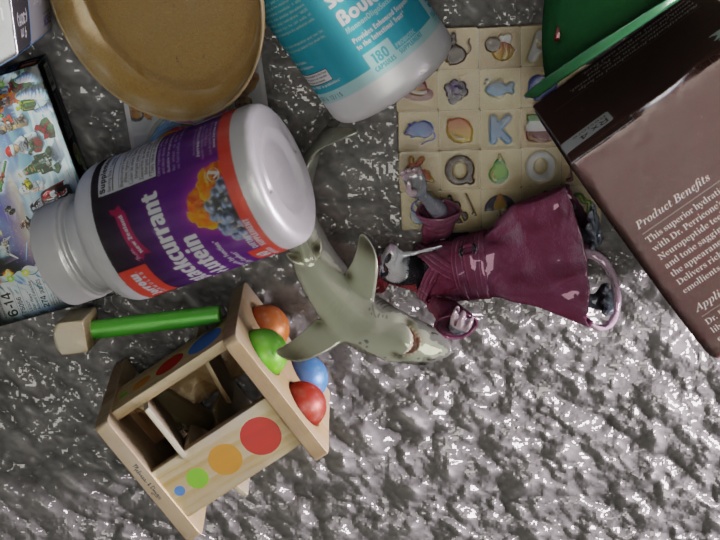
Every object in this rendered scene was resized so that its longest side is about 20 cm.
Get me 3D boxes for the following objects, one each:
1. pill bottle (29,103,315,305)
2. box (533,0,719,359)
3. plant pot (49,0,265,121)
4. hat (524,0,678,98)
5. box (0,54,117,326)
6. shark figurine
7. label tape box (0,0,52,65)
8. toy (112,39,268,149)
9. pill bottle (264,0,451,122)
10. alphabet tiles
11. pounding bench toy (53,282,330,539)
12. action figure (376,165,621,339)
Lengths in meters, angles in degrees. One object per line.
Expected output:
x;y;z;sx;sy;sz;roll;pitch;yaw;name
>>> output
-0.144;-0.042;1.158;0.200;0.111;0.112;-19;110;19;pill bottle
0.263;-0.077;1.168;0.166;0.164;0.200;-35;108;9;box
-0.149;-0.208;1.132;0.200;0.027;0.200;16;124;26;plant pot
0.158;-0.252;1.124;0.200;0.166;0.176;-33;93;21;hat
-0.286;-0.058;1.236;0.137;0.040;0.200;-16;109;6;box
-0.018;-0.012;1.215;0.128;0.089;0.215;-23;84;16;shark figurine
-0.264;-0.196;1.096;0.066;0.143;0.201;-6;106;0;label tape box
-0.128;-0.098;1.220;0.115;0.047;0.200;-5;110;3;toy
-0.028;-0.218;1.144;0.111;0.111;0.200;-34;107;11;pill bottle
0.113;-0.100;1.245;0.166;0.006;0.200;-3;110;0;alphabet tiles
-0.131;0.080;1.244;0.156;0.124;0.200;-34;107;11;pounding bench toy
0.100;-0.011;1.240;0.200;0.149;0.134;-5;81;20;action figure
